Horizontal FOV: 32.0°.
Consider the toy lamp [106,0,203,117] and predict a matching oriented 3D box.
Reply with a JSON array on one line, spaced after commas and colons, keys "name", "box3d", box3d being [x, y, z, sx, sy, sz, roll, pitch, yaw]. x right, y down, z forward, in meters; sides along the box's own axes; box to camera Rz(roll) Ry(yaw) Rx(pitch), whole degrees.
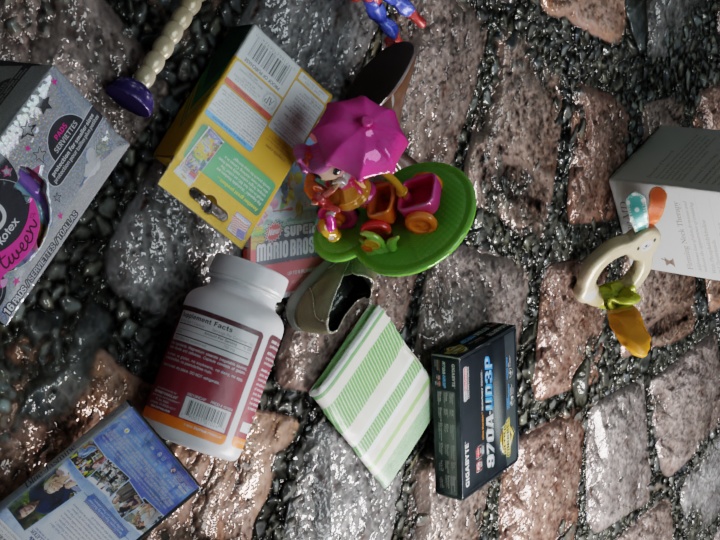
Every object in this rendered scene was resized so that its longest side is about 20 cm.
[{"name": "toy lamp", "box3d": [-0.183, -0.249, 1.268, 0.058, 0.058, 0.201, 44, 70, -41]}]

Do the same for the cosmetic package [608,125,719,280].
[{"name": "cosmetic package", "box3d": [0.519, -0.104, 1.916, 0.166, 0.199, 0.168, -42, 125, -32]}]

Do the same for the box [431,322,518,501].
[{"name": "box", "box3d": [0.157, 0.186, 1.697, 0.158, 0.046, 0.202, -21, 113, -52]}]

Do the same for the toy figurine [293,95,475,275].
[{"name": "toy figurine", "box3d": [-0.002, -0.103, 1.337, 0.184, 0.198, 0.151, 51, 39, -45]}]

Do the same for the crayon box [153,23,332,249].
[{"name": "crayon box", "box3d": [-0.130, -0.141, 1.329, 0.126, 0.051, 0.201, 39, 72, -33]}]

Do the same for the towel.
[{"name": "towel", "box3d": [0.024, 0.158, 1.588, 0.153, 0.023, 0.200, -55, 133, -23]}]

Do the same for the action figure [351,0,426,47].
[{"name": "action figure", "box3d": [0.000, -0.323, 1.431, 0.066, 0.099, 0.200, -55, 159, 1]}]

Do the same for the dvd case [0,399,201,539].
[{"name": "dvd case", "box3d": [-0.271, 0.238, 1.253, 0.200, 0.018, 0.143, -39, 128, -10]}]

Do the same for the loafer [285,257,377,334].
[{"name": "loafer", "box3d": [0.000, 0.000, 1.458, 0.200, 0.069, 0.075, -52, 141, -12]}]

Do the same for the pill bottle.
[{"name": "pill bottle", "box3d": [-0.148, 0.090, 1.330, 0.113, 0.112, 0.202, 28, 78, -45]}]

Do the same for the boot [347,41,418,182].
[{"name": "boot", "box3d": [0.053, -0.148, 1.516, 0.200, 0.064, 0.187, 40, 77, -47]}]

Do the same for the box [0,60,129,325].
[{"name": "box", "box3d": [-0.323, -0.074, 1.101, 0.115, 0.131, 0.201, 48, 64, -42]}]

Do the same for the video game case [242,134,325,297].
[{"name": "video game case", "box3d": [-0.077, -0.071, 1.439, 0.142, 0.017, 0.202, -9, 104, -44]}]

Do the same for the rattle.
[{"name": "rattle", "box3d": [0.409, -0.002, 1.828, 0.129, 0.143, 0.201, 24, 117, -26]}]
